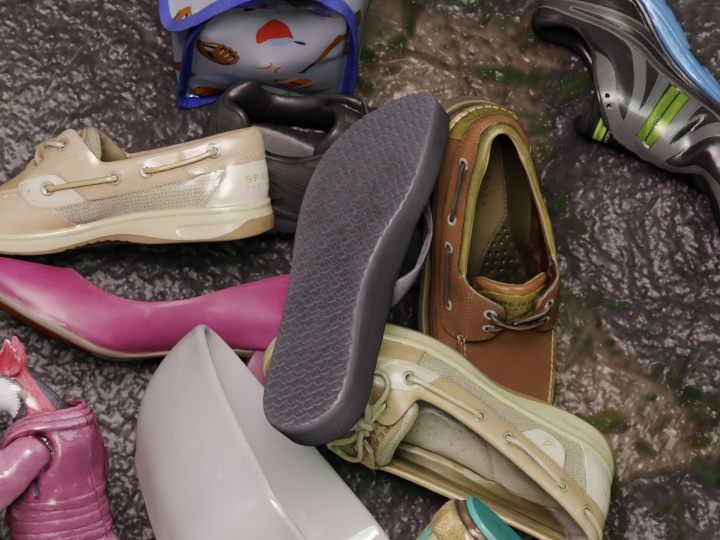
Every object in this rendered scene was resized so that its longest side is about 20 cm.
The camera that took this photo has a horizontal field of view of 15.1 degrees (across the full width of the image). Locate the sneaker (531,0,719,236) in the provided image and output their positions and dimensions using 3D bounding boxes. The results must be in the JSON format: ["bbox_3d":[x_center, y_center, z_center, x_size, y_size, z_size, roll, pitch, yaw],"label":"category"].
[{"bbox_3d":[0.166,-0.083,1.531,0.083,0.071,0.200,-32,76,-8],"label":"sneaker"}]

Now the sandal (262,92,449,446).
[{"bbox_3d":[-0.001,0.000,1.400,0.043,0.076,0.200,38,62,-41],"label":"sandal"}]

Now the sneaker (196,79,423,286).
[{"bbox_3d":[0.006,-0.051,1.485,0.200,0.091,0.076,11,57,-5],"label":"sneaker"}]

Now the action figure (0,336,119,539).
[{"bbox_3d":[-0.154,0.130,1.387,0.149,0.134,0.200,-2,105,32],"label":"action figure"}]

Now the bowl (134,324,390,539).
[{"bbox_3d":[-0.041,0.142,1.370,0.075,0.200,0.200,-35,120,6],"label":"bowl"}]

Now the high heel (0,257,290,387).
[{"bbox_3d":[-0.108,0.009,1.469,0.200,0.067,0.096,24,83,-19],"label":"high heel"}]

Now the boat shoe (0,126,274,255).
[{"bbox_3d":[-0.146,-0.046,1.461,0.200,0.072,0.065,-2,100,14],"label":"boat shoe"}]

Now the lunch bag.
[{"bbox_3d":[-0.049,-0.191,1.464,0.124,0.200,0.170,2,76,-6],"label":"lunch bag"}]

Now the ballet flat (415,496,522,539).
[{"bbox_3d":[0.103,0.196,1.442,0.200,0.071,0.071,39,74,-20],"label":"ballet flat"}]

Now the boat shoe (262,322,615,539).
[{"bbox_3d":[0.041,0.089,1.440,0.201,0.073,0.063,26,39,-10],"label":"boat shoe"}]

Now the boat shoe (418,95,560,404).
[{"bbox_3d":[0.071,0.009,1.452,0.072,0.068,0.200,-17,109,-15],"label":"boat shoe"}]
